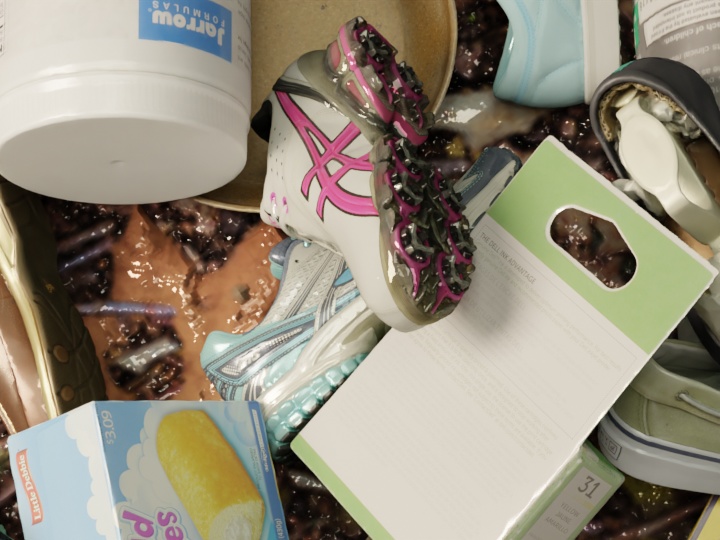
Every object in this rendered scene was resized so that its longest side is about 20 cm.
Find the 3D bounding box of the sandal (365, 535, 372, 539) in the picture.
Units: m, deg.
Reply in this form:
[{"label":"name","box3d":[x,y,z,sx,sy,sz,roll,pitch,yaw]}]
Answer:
[{"label":"sandal","box3d":[0.033,0.134,1.226,0.082,0.055,0.200,36,77,12]}]

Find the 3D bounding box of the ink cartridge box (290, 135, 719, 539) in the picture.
[{"label":"ink cartridge box","box3d":[0.074,0.053,1.170,0.200,0.048,0.146,-49,43,3]}]

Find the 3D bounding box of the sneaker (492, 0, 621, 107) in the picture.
[{"label":"sneaker","box3d":[0.087,-0.176,1.273,0.082,0.074,0.200,-7,107,2]}]

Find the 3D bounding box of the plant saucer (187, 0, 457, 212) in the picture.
[{"label":"plant saucer","box3d":[-0.049,-0.120,1.319,0.200,0.035,0.200,0,72,1]}]

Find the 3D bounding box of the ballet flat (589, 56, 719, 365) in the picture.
[{"label":"ballet flat","box3d":[0.164,-0.014,1.155,0.073,0.073,0.200,-25,71,-6]}]

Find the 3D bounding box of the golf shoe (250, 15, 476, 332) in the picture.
[{"label":"golf shoe","box3d":[-0.002,-0.033,1.209,0.092,0.073,0.200,-36,38,18]}]

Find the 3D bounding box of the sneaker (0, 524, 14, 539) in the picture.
[{"label":"sneaker","box3d":[-0.247,0.153,1.195,0.140,0.078,0.200,-53,37,-4]}]

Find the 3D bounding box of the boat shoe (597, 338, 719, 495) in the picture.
[{"label":"boat shoe","box3d":[0.215,0.076,1.202,0.200,0.062,0.072,6,38,-18]}]

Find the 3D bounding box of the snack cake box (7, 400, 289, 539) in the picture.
[{"label":"snack cake box","box3d":[-0.088,0.165,1.177,0.067,0.115,0.200,-23,73,37]}]

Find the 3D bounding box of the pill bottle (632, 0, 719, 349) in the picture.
[{"label":"pill bottle","box3d":[0.200,-0.054,1.249,0.113,0.113,0.200,-3,72,1]}]

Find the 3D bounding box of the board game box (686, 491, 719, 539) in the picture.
[{"label":"board game box","box3d":[0.198,0.229,1.190,0.165,0.057,0.200,28,75,12]}]

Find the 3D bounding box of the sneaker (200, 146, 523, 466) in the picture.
[{"label":"sneaker","box3d":[0.000,0.000,1.260,0.086,0.078,0.200,41,78,17]}]

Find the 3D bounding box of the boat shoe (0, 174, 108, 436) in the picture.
[{"label":"boat shoe","box3d":[-0.181,0.033,1.263,0.068,0.072,0.200,-24,75,12]}]

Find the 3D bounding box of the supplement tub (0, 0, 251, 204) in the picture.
[{"label":"supplement tub","box3d":[-0.120,-0.147,1.244,0.132,0.132,0.200,-3,72,1]}]
